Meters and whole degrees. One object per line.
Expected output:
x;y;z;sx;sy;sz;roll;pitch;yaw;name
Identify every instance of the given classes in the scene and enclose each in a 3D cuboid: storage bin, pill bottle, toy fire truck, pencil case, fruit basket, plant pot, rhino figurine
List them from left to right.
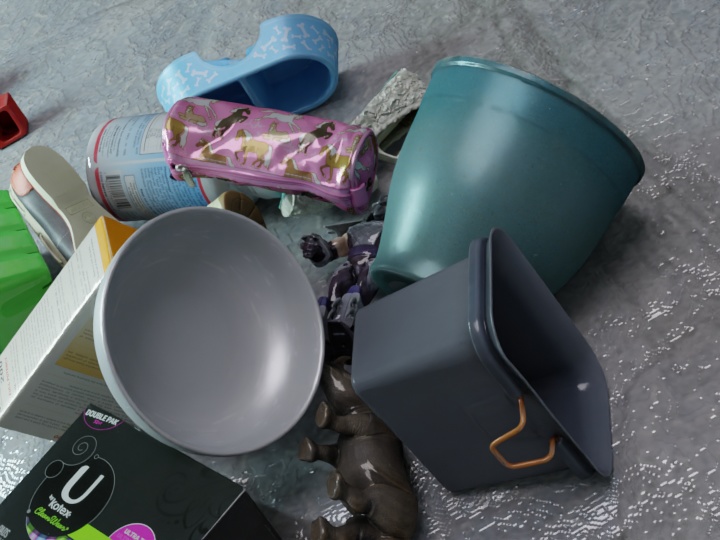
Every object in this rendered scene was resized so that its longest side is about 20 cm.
-0.412;0.019;1.539;0.215;0.156;0.216;-6;39;5;fruit basket
-0.495;-0.177;1.856;0.200;0.049;0.141;-23;43;7;toy fire truck
-0.165;-0.107;1.564;0.200;0.109;0.109;-3;48;25;pill bottle
-0.081;-0.106;1.439;0.200;0.083;0.087;10;84;13;pencil case
-0.002;0.142;1.260;0.060;0.087;0.200;-54;29;33;rhino figurine
0.088;0.090;1.186;0.134;0.200;0.146;-22;41;25;storage bin
0.107;-0.046;1.310;0.200;0.200;0.188;20;76;40;plant pot

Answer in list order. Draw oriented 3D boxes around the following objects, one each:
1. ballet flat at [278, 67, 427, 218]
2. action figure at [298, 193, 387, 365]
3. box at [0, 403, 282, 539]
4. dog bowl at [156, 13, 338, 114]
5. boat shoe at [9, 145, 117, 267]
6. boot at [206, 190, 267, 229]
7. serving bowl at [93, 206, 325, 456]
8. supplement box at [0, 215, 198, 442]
0.006;-0.116;1.518;0.072;0.072;0.200;25;66;42;ballet flat
0.000;0.000;1.403;0.130;0.069;0.200;-12;40;33;action figure
-0.174;0.224;1.238;0.200;0.124;0.149;20;61;42;box
-0.113;-0.192;1.624;0.200;0.112;0.050;-21;57;9;dog bowl
-0.281;-0.031;1.548;0.071;0.063;0.200;-25;72;-47;boat shoe
-0.141;0.047;1.424;0.155;0.072;0.200;-27;68;32;boot
-0.128;0.054;1.252;0.066;0.200;0.200;-24;31;53;serving bowl
-0.217;0.061;1.354;0.200;0.126;0.074;-49;39;25;supplement box
